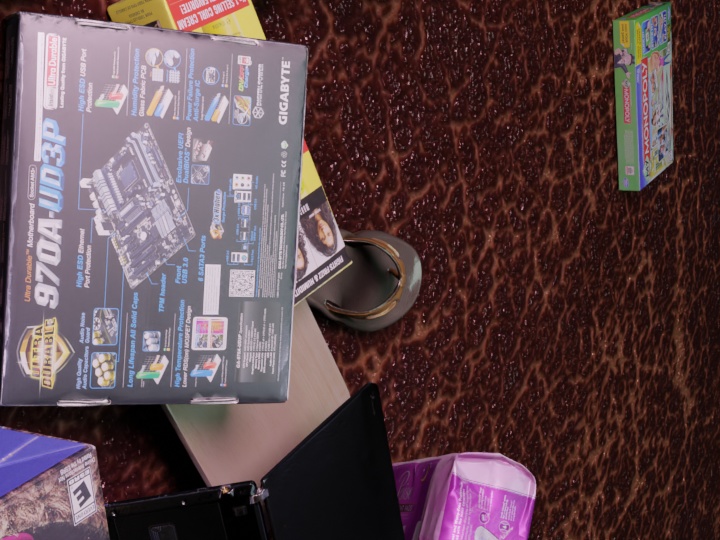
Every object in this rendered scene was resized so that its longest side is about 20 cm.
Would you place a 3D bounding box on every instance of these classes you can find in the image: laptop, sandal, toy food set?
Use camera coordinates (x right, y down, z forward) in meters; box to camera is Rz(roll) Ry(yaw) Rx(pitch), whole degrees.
[{"bbox_3d":[-0.072,0.181,0.772,0.103,0.198,0.178,-95,175,-66],"label":"laptop"},{"bbox_3d":[0.000,0.000,0.932,0.200,0.054,0.082,24,74,-58],"label":"sandal"},{"bbox_3d":[-0.088,0.072,0.806,0.144,0.060,0.201,-52,129,-41],"label":"toy food set"}]

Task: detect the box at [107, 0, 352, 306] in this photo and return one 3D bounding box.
[{"bbox_3d":[-0.075,-0.078,0.751,0.075,0.050,0.201,-36,110,-46],"label":"box"}]

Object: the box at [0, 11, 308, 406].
[{"bbox_3d":[-0.112,-0.029,0.671,0.158,0.046,0.202,1,94,-25],"label":"box"}]

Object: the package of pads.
[{"bbox_3d":[0.056,0.203,0.945,0.075,0.200,0.121,17,74,-14],"label":"package of pads"}]

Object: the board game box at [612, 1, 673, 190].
[{"bbox_3d":[0.341,-0.210,1.502,0.134,0.029,0.201,-34,123,-54],"label":"board game box"}]

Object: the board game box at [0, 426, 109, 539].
[{"bbox_3d":[-0.198,0.197,0.588,0.159,0.096,0.202,-31,120,-54],"label":"board game box"}]
